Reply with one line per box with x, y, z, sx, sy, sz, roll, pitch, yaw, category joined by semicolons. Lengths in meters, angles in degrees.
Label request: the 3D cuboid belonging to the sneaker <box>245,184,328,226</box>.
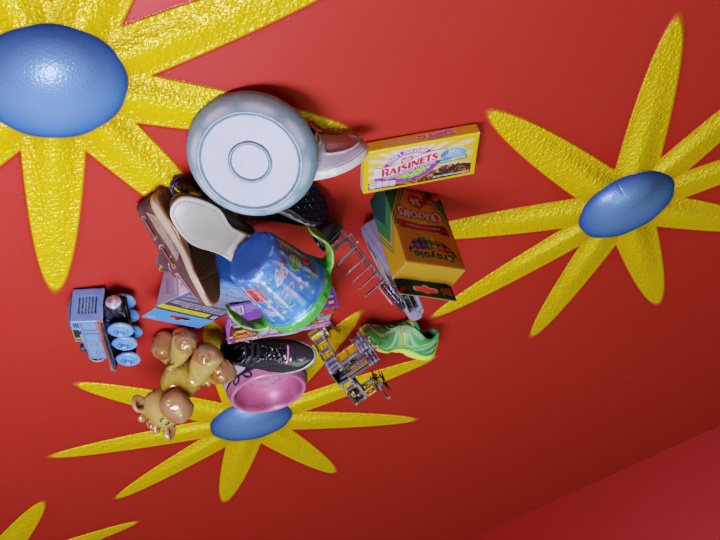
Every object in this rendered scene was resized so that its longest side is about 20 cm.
-0.144;-0.115;1.462;0.198;0.073;0.082;15;160;-37;sneaker

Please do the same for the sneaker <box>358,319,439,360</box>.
0.083;0.134;1.905;0.198;0.074;0.084;13;112;-32;sneaker

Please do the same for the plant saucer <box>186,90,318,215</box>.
-0.162;-0.165;1.319;0.197;0.028;0.203;1;122;2;plant saucer

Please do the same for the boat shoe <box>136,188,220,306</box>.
-0.294;-0.028;1.430;0.071;0.072;0.202;-21;106;23;boat shoe

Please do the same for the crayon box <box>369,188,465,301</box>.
0.100;-0.047;1.520;0.125;0.202;0.051;7;140;-31;crayon box

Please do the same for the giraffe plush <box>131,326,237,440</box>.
-0.356;0.227;1.712;0.172;0.163;0.200;36;145;-14;giraffe plush

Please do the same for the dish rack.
0.000;0.000;1.531;0.054;0.201;0.153;-40;179;-2;dish rack

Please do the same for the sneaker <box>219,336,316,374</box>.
-0.187;0.166;1.760;0.197;0.072;0.099;4;173;3;sneaker

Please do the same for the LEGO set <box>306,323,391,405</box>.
-0.010;0.174;1.840;0.115;0.154;0.201;-33;127;0;LEGO set

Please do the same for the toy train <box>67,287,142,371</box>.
-0.459;0.108;1.617;0.112;0.088;0.201;0;146;-7;toy train

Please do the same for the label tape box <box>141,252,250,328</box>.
-0.272;0.033;1.579;0.198;0.064;0.143;-23;155;33;label tape box

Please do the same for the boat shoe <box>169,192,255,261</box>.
-0.232;-0.070;1.423;0.072;0.061;0.201;-44;136;10;boat shoe

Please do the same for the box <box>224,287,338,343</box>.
-0.147;0.085;1.642;0.197;0.040;0.137;-9;164;-13;box

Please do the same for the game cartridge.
0.057;-0.004;1.623;0.040;0.134;0.201;-27;147;-1;game cartridge

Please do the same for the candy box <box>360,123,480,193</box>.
0.097;-0.184;1.481;0.197;0.027;0.103;-11;143;-8;candy box

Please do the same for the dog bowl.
-0.202;0.233;1.908;0.197;0.075;0.201;-12;146;-8;dog bowl

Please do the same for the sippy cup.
-0.134;0.009;1.424;0.138;0.180;0.130;5;153;43;sippy cup

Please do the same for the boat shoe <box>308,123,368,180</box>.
-0.085;-0.182;1.365;0.198;0.070;0.072;-14;131;-7;boat shoe

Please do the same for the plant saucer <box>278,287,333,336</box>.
-0.145;0.056;1.710;0.198;0.039;0.202;-11;146;-7;plant saucer

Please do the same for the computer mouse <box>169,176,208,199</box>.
-0.245;-0.095;1.464;0.058;0.034;0.200;-31;139;8;computer mouse
